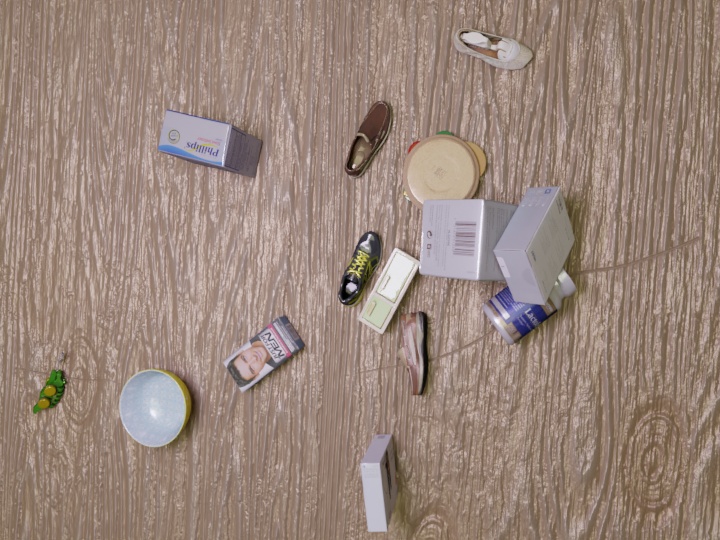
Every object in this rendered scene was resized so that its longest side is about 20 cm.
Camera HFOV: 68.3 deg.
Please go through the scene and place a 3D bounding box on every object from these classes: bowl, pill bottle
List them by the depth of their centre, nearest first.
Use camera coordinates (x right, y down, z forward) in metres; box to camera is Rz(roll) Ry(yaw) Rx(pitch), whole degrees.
[{"bbox_3d":[0.394,0.070,1.238,0.199,0.116,0.117,-39,84,10],"label":"pill bottle"},{"bbox_3d":[-0.533,0.359,1.434,0.194,0.108,0.206,0,91,12],"label":"bowl"}]

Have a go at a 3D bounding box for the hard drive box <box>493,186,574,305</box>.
[{"bbox_3d":[0.382,-0.056,1.149,0.076,0.157,0.201,5,48,43],"label":"hard drive box"}]

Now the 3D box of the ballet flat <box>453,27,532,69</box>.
[{"bbox_3d":[0.315,-0.531,1.270,0.195,0.062,0.069,17,95,10],"label":"ballet flat"}]

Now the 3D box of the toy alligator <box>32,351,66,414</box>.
[{"bbox_3d":[-0.880,0.331,1.534,0.054,0.059,0.203,26,96,-33],"label":"toy alligator"}]

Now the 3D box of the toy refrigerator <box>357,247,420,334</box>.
[{"bbox_3d":[0.074,0.050,1.325,0.075,0.070,0.203,29,97,9],"label":"toy refrigerator"}]

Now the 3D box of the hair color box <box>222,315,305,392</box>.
[{"bbox_3d":[-0.254,0.220,1.399,0.199,0.061,0.100,-38,84,10],"label":"hair color box"}]

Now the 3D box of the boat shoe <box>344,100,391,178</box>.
[{"bbox_3d":[0.020,-0.329,1.326,0.073,0.075,0.206,24,96,10],"label":"boat shoe"}]

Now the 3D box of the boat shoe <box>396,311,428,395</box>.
[{"bbox_3d":[0.129,0.205,1.321,0.072,0.076,0.206,-1,83,16],"label":"boat shoe"}]

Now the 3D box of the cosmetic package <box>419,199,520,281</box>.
[{"bbox_3d":[0.257,-0.066,1.193,0.164,0.197,0.172,6,92,46],"label":"cosmetic package"}]

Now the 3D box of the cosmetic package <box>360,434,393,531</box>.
[{"bbox_3d":[0.049,0.501,1.273,0.050,0.200,0.155,-5,91,12],"label":"cosmetic package"}]

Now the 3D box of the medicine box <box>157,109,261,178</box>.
[{"bbox_3d":[-0.373,-0.315,1.342,0.178,0.200,0.106,15,94,10],"label":"medicine box"}]

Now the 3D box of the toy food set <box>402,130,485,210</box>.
[{"bbox_3d":[0.197,-0.239,1.306,0.194,0.049,0.204,23,96,10],"label":"toy food set"}]

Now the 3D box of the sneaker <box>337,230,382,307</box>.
[{"bbox_3d":[0.000,0.000,1.332,0.073,0.085,0.205,20,95,9],"label":"sneaker"}]
